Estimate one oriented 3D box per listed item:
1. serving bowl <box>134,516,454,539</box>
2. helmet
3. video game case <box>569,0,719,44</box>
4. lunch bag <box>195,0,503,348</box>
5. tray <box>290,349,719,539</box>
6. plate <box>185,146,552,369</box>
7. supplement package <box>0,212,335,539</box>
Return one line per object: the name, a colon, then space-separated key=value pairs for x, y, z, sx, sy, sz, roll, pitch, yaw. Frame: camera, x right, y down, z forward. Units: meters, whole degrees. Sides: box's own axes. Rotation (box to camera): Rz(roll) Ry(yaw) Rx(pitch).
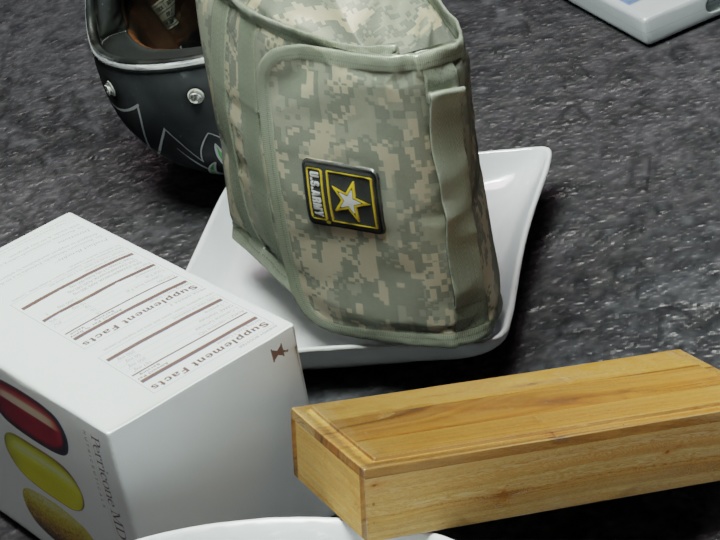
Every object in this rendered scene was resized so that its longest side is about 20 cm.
serving bowl: x=-0.035 y=0.162 z=0.912 sx=0.198 sy=0.066 sz=0.200 roll=-3 pitch=13 yaw=1
helmet: x=-0.075 y=-0.154 z=1.403 sx=0.198 sy=0.193 sz=0.200 roll=-5 pitch=-5 yaw=0
video game case: x=0.217 y=-0.223 z=1.563 sx=0.181 sy=0.022 sz=0.200 roll=-24 pitch=31 yaw=-16
lunch bag: x=-0.001 y=-0.066 z=1.181 sx=0.117 sy=0.165 sz=0.200 roll=-18 pitch=29 yaw=-19
tray: x=0.078 y=0.075 z=1.034 sx=0.198 sy=0.037 sz=0.099 roll=-8 pitch=15 yaw=-19
plate: x=0.000 y=0.000 z=1.266 sx=0.198 sy=0.033 sz=0.201 roll=-4 pitch=31 yaw=16
supplement package: x=-0.121 y=0.066 z=1.122 sx=0.109 sy=0.115 sz=0.199 roll=-30 pitch=32 yaw=-28
